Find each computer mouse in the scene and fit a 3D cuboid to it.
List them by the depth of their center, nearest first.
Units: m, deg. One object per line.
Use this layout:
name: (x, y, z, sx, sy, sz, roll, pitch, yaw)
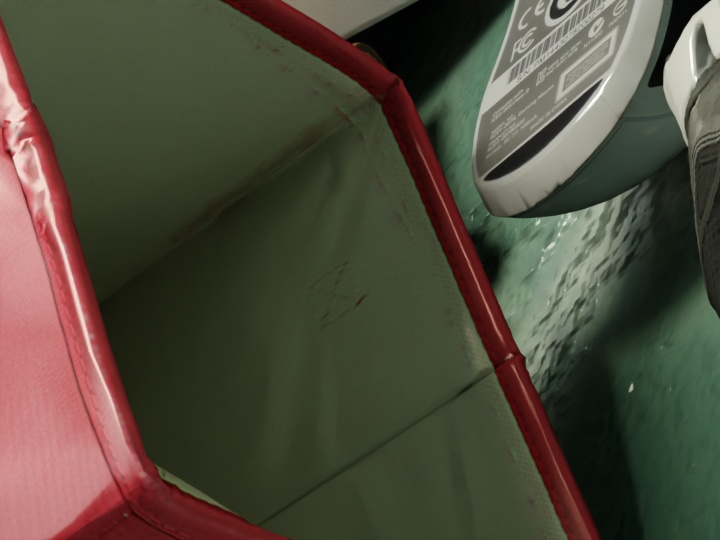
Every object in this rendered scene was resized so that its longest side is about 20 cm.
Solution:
computer mouse: (0.072, -0.079, 0.730, 0.110, 0.044, 0.201, -38, 26, 41)

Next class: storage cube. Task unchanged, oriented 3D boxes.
storage cube: (-0.077, 0.045, 0.607, 0.179, 0.200, 0.172, -35, 57, 20)

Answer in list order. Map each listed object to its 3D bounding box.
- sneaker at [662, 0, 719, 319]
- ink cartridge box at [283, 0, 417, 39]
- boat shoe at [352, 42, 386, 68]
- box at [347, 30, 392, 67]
sneaker: (0.123, -0.048, 0.534, 0.200, 0.066, 0.091, -47, 28, 47)
ink cartridge box: (-0.017, -0.161, 0.915, 0.145, 0.088, 0.201, -28, 32, 19)
boat shoe: (0.000, 0.000, 0.788, 0.067, 0.072, 0.201, -20, 32, 18)
box: (-0.072, 0.024, 0.936, 0.200, 0.043, 0.161, -44, 23, 43)
